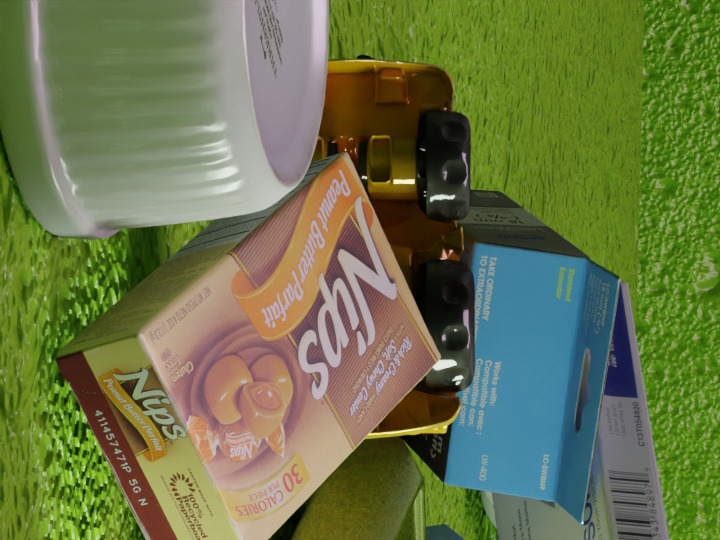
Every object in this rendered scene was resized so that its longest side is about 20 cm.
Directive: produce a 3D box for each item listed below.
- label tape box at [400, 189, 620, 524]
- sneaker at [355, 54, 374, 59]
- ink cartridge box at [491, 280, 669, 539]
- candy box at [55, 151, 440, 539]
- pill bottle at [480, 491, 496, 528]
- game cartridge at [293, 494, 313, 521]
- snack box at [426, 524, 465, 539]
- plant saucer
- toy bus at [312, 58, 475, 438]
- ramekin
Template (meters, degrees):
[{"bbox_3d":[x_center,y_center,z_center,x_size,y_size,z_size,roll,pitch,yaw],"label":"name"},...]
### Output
[{"bbox_3d":[0.074,0.044,1.591,0.200,0.063,0.145,-138,-127,-69],"label":"label tape box"},{"bbox_3d":[0.024,-0.038,1.794,0.201,0.088,0.074,64,-8,-11],"label":"sneaker"},{"bbox_3d":[0.111,0.137,1.621,0.200,0.040,0.200,121,-30,-50],"label":"ink cartridge box"},{"bbox_3d":[-0.047,0.040,1.293,0.200,0.055,0.116,-44,114,-52],"label":"candy box"},{"bbox_3d":[0.159,0.186,2.332,0.200,0.109,0.110,53,39,-70],"label":"pill bottle"},{"bbox_3d":[-0.017,0.054,1.685,0.133,0.041,0.201,48,44,-67],"label":"game cartridge"},{"bbox_3d":[0.054,0.281,1.791,0.169,0.067,0.201,-153,-121,-72],"label":"snack box"},{"bbox_3d":[-0.003,0.210,1.620,0.200,0.048,0.201,-63,157,-49],"label":"plant saucer"},{"bbox_3d":[0.000,0.000,1.543,0.192,0.135,0.201,58,31,-79],"label":"toy bus"},{"bbox_3d":[-0.081,-0.114,1.210,0.200,0.105,0.201,0,90,-78],"label":"ramekin"}]
